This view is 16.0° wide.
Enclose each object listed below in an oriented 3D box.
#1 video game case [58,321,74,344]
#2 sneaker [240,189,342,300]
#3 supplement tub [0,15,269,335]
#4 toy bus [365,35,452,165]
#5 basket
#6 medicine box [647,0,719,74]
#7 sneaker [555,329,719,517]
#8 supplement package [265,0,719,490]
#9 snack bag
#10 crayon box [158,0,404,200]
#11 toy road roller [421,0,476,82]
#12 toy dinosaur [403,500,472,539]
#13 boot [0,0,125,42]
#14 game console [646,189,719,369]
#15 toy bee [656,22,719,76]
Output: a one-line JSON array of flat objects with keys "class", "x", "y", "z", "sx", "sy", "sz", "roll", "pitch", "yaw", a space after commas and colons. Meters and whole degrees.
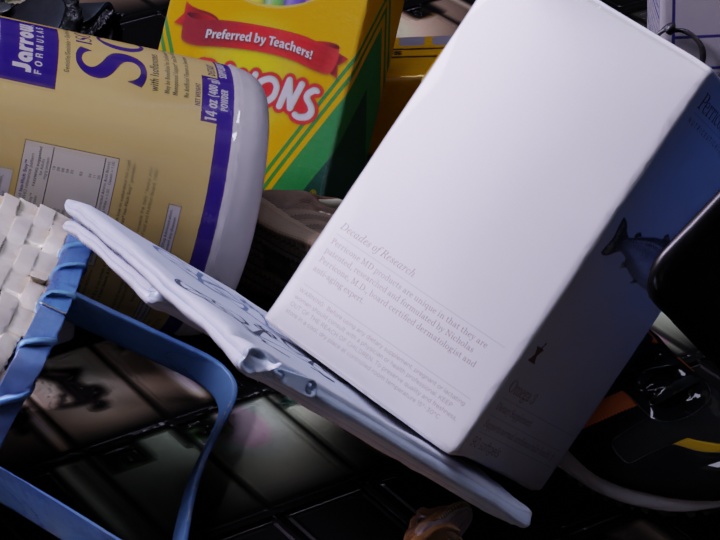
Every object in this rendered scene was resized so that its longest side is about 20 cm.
[{"class": "video game case", "x": -0.283, "y": 0.023, "z": 1.371, "sx": 0.200, "sy": 0.022, "sz": 0.182, "roll": -19, "pitch": 31, "yaw": -28}, {"class": "sneaker", "x": 0.000, "y": 0.000, "z": 1.335, "sx": 0.075, "sy": 0.070, "sz": 0.200, "roll": -16, "pitch": 31, "yaw": -25}, {"class": "supplement tub", "x": -0.159, "y": -0.052, "z": 1.318, "sx": 0.200, "sy": 0.145, "sz": 0.145, "roll": 11, "pitch": 25, "yaw": -14}, {"class": "toy bus", "x": 0.037, "y": -0.100, "z": 1.529, "sx": 0.200, "sy": 0.065, "sz": 0.078, "roll": -2, "pitch": 26, "yaw": 3}, {"class": "basket", "x": -0.159, "y": 0.051, "z": 1.203, "sx": 0.200, "sy": 0.139, "sz": 0.176, "roll": 26, "pitch": 26, "yaw": -4}, {"class": "medicine box", "x": 0.268, "y": -0.204, "z": 1.557, "sx": 0.182, "sy": 0.200, "sz": 0.103, "roll": -2, "pitch": 30, "yaw": 2}, {"class": "sneaker", "x": 0.114, "y": 0.045, "z": 1.215, "sx": 0.070, "sy": 0.090, "sz": 0.200, "roll": -23, "pitch": 34, "yaw": -34}, {"class": "supplement package", "x": 0.074, "y": -0.019, "z": 1.156, "sx": 0.117, "sy": 0.200, "sz": 0.117, "roll": 34, "pitch": 2, "yaw": 27}, {"class": "snack bag", "x": -0.028, "y": 0.046, "z": 1.148, "sx": 0.189, "sy": 0.021, "sz": 0.200, "roll": 33, "pitch": 2, "yaw": -36}, {"class": "crayon box", "x": -0.046, "y": -0.140, "z": 1.470, "sx": 0.127, "sy": 0.200, "sz": 0.051, "roll": 12, "pitch": -1, "yaw": 24}, {"class": "toy road roller", "x": 0.121, "y": -0.063, "z": 1.424, "sx": 0.200, "sy": 0.146, "sz": 0.123, "roll": 28, "pitch": 17, "yaw": -24}, {"class": "toy dinosaur", "x": -0.009, "y": 0.145, "z": 1.082, "sx": 0.106, "sy": 0.060, "sz": 0.200, "roll": 6, "pitch": 10, "yaw": 41}, {"class": "boot", "x": -0.259, "y": -0.132, "z": 1.605, "sx": 0.168, "sy": 0.076, "sz": 0.200, "roll": 7, "pitch": 23, "yaw": 25}, {"class": "game console", "x": 0.219, "y": -0.034, "z": 1.150, "sx": 0.200, "sy": 0.116, "sz": 0.176, "roll": -46, "pitch": 5, "yaw": 1}, {"class": "toy bee", "x": 0.275, "y": -0.116, "z": 1.485, "sx": 0.200, "sy": 0.131, "sz": 0.109, "roll": -35, "pitch": 22, "yaw": 17}]
